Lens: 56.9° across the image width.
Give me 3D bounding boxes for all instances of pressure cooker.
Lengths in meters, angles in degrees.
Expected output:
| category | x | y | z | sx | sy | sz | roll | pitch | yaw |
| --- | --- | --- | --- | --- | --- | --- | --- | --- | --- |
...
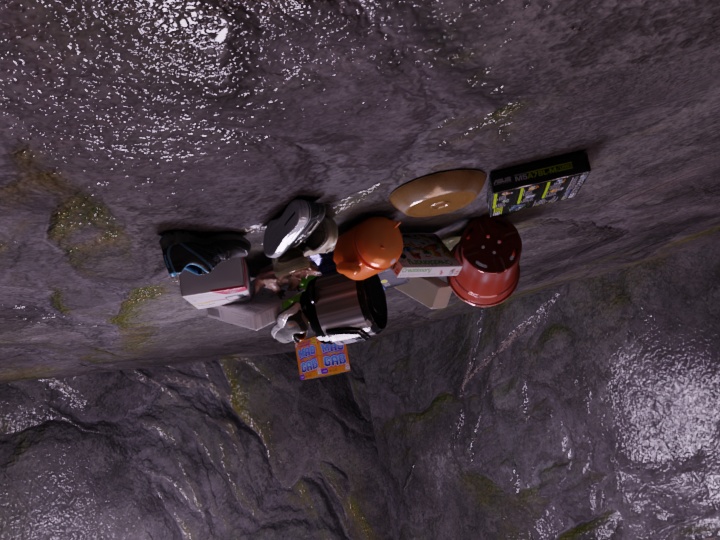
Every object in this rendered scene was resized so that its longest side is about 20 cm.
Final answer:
| category | x | y | z | sx | sy | sz | roll | pitch | yaw |
| --- | --- | --- | --- | --- | --- | --- | --- | --- | --- |
| pressure cooker | -0.047 | 0.088 | 1.629 | 0.197 | 0.179 | 0.179 | -14 | -163 | 18 |

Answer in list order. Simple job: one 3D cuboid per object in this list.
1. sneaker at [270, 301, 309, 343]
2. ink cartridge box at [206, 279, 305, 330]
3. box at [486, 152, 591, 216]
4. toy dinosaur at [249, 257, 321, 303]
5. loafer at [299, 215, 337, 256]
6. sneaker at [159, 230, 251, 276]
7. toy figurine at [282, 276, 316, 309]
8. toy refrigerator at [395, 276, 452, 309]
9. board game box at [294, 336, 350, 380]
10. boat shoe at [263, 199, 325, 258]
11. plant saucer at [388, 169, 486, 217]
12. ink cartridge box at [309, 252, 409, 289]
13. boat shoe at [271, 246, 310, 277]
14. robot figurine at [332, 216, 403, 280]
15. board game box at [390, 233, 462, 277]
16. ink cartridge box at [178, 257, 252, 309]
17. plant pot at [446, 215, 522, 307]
| category | x | y | z | sx | sy | sz | roll | pitch | yaw |
| --- | --- | --- | --- | --- | --- | --- | --- | --- | --- |
| sneaker | -0.167 | 0.147 | 1.614 | 0.073 | 0.080 | 0.200 | -33 | 169 | -21 |
| ink cartridge box | -0.264 | 0.083 | 1.678 | 0.198 | 0.046 | 0.175 | 10 | -155 | 40 |
| box | 0.355 | -0.171 | 1.354 | 0.190 | 0.048 | 0.200 | -10 | 170 | 9 |
| toy dinosaur | -0.188 | 0.008 | 1.561 | 0.197 | 0.087 | 0.136 | -21 | 168 | 4 |
| loafer | -0.078 | -0.073 | 1.355 | 0.067 | 0.077 | 0.200 | -8 | 178 | -20 |
| sneaker | -0.302 | -0.028 | 1.313 | 0.198 | 0.083 | 0.073 | -2 | 165 | -43 |
| toy figurine | -0.131 | 0.075 | 1.833 | 0.198 | 0.152 | 0.184 | 31 | -178 | 1 |
| toy refrigerator | 0.147 | 0.034 | 1.808 | 0.199 | 0.071 | 0.075 | 29 | -161 | 34 |
| board game box | -0.204 | 0.461 | 3.553 | 0.198 | 0.204 | 0.199 | -1 | 166 | -41 |
| boat shoe | -0.128 | -0.074 | 1.279 | 0.070 | 0.073 | 0.199 | 1 | 162 | -31 |
| plant saucer | 0.155 | -0.144 | 1.309 | 0.196 | 0.036 | 0.200 | -10 | 169 | -2 |
| ink cartridge box | 0.000 | 0.000 | 1.694 | 0.195 | 0.048 | 0.200 | -15 | 150 | 21 |
| boat shoe | -0.153 | -0.029 | 1.379 | 0.071 | 0.066 | 0.200 | -16 | -171 | -13 |
| robot figurine | 0.016 | -0.046 | 1.445 | 0.142 | 0.119 | 0.199 | -4 | 167 | -32 |
| board game box | 0.137 | -0.038 | 1.593 | 0.198 | 0.127 | 0.035 | -2 | 133 | -38 |
| ink cartridge box | -0.332 | 0.026 | 1.547 | 0.145 | 0.087 | 0.200 | -9 | 169 | -5 |
| plant pot | 0.319 | -0.033 | 1.671 | 0.197 | 0.204 | 0.196 | -11 | 161 | 0 |
